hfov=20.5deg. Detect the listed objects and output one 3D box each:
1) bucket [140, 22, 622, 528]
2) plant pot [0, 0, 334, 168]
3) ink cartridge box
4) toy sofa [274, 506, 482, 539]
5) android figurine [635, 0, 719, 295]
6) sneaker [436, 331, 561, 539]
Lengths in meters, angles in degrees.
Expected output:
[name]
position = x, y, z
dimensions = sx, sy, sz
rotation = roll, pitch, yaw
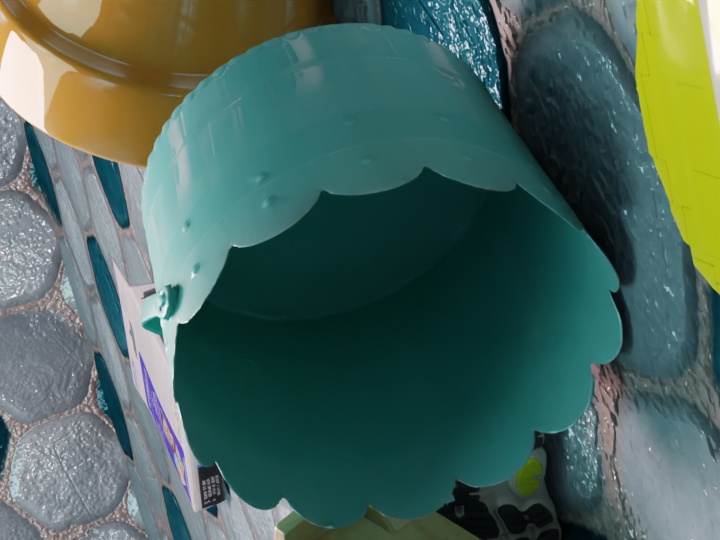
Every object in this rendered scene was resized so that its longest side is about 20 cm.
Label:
[bucket]
position = 0.000, 0.000, 0.885
dimensions = 0.135, 0.207, 0.207
rotation = -113, 13, -47
[plant pot]
position = -0.100, -0.187, 1.087
dimensions = 0.200, 0.200, 0.183
rotation = 60, 145, 40
[ink cartridge box]
position = -0.195, 0.113, 2.045
dimensions = 0.198, 0.043, 0.200
rotation = 88, 157, -46
[toy sofa]
position = 0.055, 0.179, 0.959
dimensions = 0.200, 0.083, 0.098
rotation = 28, 137, 33
[android figurine]
position = 0.142, -0.042, 0.610
dimensions = 0.200, 0.041, 0.182
rotation = -150, 44, -68
[sneaker]
position = 0.066, 0.097, 1.042
dimensions = 0.080, 0.077, 0.200
rotation = -95, 5, -49
